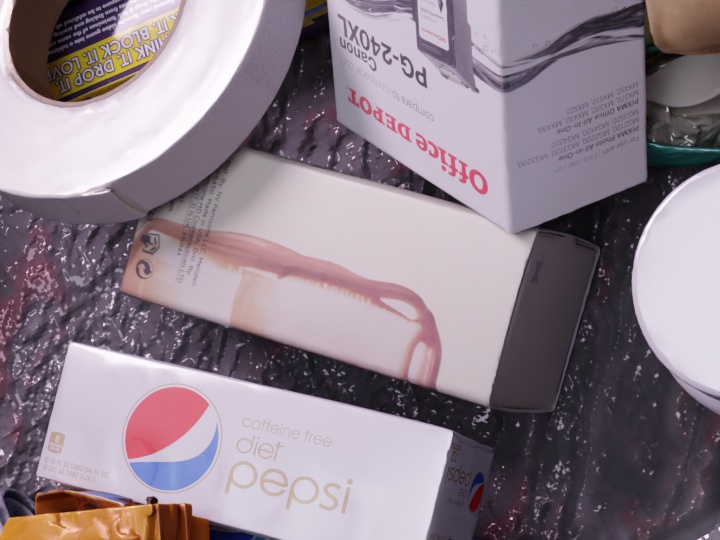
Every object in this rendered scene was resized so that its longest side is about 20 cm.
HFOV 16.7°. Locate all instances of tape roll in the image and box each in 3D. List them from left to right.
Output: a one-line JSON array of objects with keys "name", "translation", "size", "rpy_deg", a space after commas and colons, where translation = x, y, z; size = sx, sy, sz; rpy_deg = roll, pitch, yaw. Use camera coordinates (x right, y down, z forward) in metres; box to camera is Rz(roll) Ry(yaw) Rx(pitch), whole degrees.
[{"name": "tape roll", "translation": [-0.120, -0.120, 1.184], "size": [0.202, 0.037, 0.203], "rpy_deg": [-12, 64, 25]}]

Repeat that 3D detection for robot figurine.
[{"name": "robot figurine", "translation": [-0.159, 0.165, 1.124], "size": [0.199, 0.058, 0.146], "rpy_deg": [-9, 79, 34]}]

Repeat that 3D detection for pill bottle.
[{"name": "pill bottle", "translation": [0.187, 0.014, 1.043], "size": [0.114, 0.200, 0.114], "rpy_deg": [-3, 82, 21]}]

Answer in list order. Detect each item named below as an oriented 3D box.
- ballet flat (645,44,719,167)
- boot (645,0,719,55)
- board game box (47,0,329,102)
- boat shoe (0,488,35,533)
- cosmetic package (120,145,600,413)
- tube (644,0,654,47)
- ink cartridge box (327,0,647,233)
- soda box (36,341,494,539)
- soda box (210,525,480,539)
[{"name": "ballet flat", "translation": [0.202, -0.079, 1.119], "size": [0.199, 0.070, 0.068], "rpy_deg": [-5, 81, 21]}, {"name": "boot", "translation": [0.215, -0.181, 0.998], "size": [0.199, 0.066, 0.176], "rpy_deg": [-1, 83, 23]}, {"name": "board game box", "translation": [-0.110, -0.178, 1.266], "size": [0.199, 0.057, 0.166], "rpy_deg": [-20, 78, 18]}, {"name": "boat shoe", "translation": [-0.139, 0.175, 1.204], "size": [0.068, 0.072, 0.200], "rpy_deg": [-57, 41, 7]}, {"name": "cosmetic package", "translation": [0.000, 0.000, 1.175], "size": [0.199, 0.103, 0.088], "rpy_deg": [16, 91, 25]}, {"name": "tube", "translation": [0.100, -0.201, 1.147], "size": [0.052, 0.058, 0.201], "rpy_deg": [-19, 104, -14]}, {"name": "ink cartridge box", "translation": [0.053, -0.137, 1.098], "size": [0.145, 0.083, 0.201], "rpy_deg": [36, 140, 46]}, {"name": "soda box", "translation": [-0.045, 0.089, 1.130], "size": [0.199, 0.064, 0.068], "rpy_deg": [12, 83, 23]}, {"name": "soda box", "translation": [-0.020, 0.134, 1.183], "size": [0.200, 0.068, 0.064], "rpy_deg": [21, 89, 23]}]
